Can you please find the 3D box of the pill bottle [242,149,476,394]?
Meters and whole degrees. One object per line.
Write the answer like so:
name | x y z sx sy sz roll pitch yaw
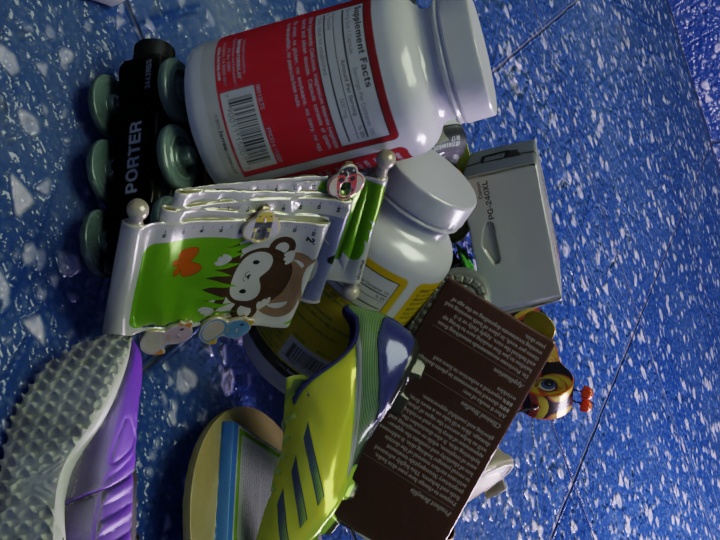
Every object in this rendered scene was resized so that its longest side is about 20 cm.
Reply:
pill bottle | 0.000 0.000 0.876 0.112 0.201 0.113 29 26 -16

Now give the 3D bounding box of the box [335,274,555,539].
box | 0.058 0.118 0.874 0.202 0.099 0.075 -59 175 -5

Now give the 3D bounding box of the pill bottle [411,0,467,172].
pill bottle | 0.039 -0.154 1.106 0.106 0.105 0.203 -9 77 -61

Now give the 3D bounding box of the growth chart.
growth chart | -0.075 -0.006 0.752 0.018 0.197 0.146 55 -33 42

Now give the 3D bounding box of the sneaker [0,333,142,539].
sneaker | -0.167 0.140 0.686 0.100 0.069 0.202 54 39 -45

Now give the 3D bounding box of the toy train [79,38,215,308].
toy train | -0.138 -0.061 0.808 0.114 0.084 0.203 40 44 -60

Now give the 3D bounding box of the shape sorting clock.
shape sorting clock | -0.076 0.202 0.837 0.200 0.039 0.202 45 37 -47

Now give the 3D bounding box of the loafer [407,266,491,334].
loafer | 0.070 0.089 1.060 0.070 0.074 0.202 -30 142 -71

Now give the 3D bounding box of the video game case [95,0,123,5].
video game case | -0.240 -0.301 0.786 0.181 0.023 0.203 3 75 -60

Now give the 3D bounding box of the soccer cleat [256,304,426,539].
soccer cleat | -0.031 0.118 0.805 0.083 0.065 0.202 32 80 -9

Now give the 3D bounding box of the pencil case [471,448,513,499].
pencil case | 0.047 0.114 0.973 0.201 0.078 0.089 52 24 21

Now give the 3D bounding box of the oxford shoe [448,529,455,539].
oxford shoe | 0.020 0.179 0.988 0.200 0.071 0.072 50 39 -36

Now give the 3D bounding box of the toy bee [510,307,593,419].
toy bee | 0.185 0.116 1.173 0.131 0.107 0.203 79 17 -61

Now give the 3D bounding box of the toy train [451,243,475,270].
toy train | 0.101 0.012 1.162 0.057 0.041 0.200 64 5 -6

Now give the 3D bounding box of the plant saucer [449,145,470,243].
plant saucer | 0.069 -0.126 1.249 0.199 0.031 0.203 32 51 -52

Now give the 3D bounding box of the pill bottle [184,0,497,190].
pill bottle | -0.011 -0.124 0.780 0.112 0.197 0.114 -12 90 -78

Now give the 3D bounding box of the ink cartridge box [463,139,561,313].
ink cartridge box | 0.165 -0.051 1.223 0.200 0.082 0.147 -59 136 -74
